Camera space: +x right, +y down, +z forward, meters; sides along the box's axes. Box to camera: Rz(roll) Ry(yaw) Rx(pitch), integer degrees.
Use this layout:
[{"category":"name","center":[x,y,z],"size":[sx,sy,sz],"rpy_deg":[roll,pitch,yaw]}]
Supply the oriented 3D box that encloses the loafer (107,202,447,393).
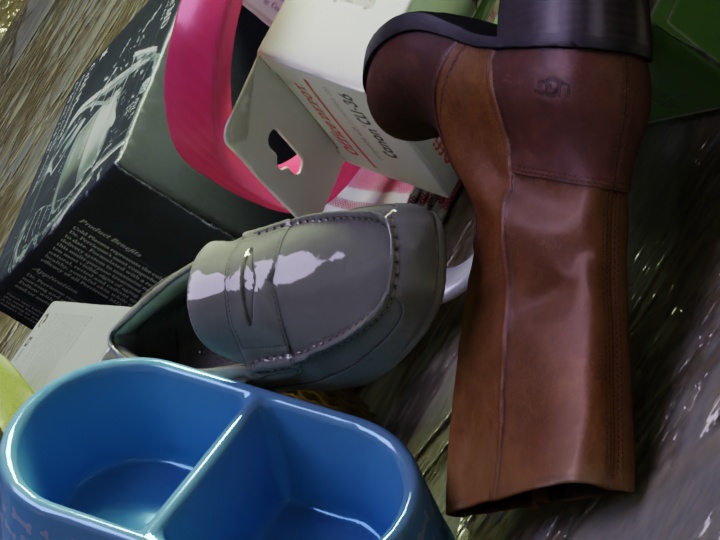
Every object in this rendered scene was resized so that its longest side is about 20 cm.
[{"category":"loafer","center":[-0.036,0.016,0.872],"size":[0.200,0.070,0.070],"rpy_deg":[-28,59,53]}]

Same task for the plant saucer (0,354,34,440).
[{"category":"plant saucer","center":[-0.179,0.120,1.183],"size":[0.031,0.200,0.200],"rpy_deg":[-27,10,-17]}]

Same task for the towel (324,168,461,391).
[{"category":"towel","center":[-0.001,-0.021,1.124],"size":[0.200,0.030,0.146],"rpy_deg":[-63,18,-8]}]

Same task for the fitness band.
[{"category":"fitness band","center":[-0.031,-0.103,1.047],"size":[0.200,0.037,0.144],"rpy_deg":[27,-97,-67]}]

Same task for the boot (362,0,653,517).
[{"category":"boot","center":[0.054,-0.004,0.845],"size":[0.188,0.068,0.201],"rpy_deg":[-9,76,55]}]

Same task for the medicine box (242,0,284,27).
[{"category":"medicine box","center":[0.018,-0.224,1.232],"size":[0.200,0.103,0.182],"rpy_deg":[-50,17,11]}]

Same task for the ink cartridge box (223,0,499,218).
[{"category":"ink cartridge box","center":[0.024,-0.116,1.016],"size":[0.067,0.116,0.200],"rpy_deg":[21,77,30]}]

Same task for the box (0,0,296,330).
[{"category":"box","center":[-0.121,-0.067,1.372],"size":[0.197,0.124,0.200],"rpy_deg":[-36,29,47]}]

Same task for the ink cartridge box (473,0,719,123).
[{"category":"ink cartridge box","center":[0.117,-0.119,0.912],"size":[0.104,0.059,0.200],"rpy_deg":[-64,18,-13]}]

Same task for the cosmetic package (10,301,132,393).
[{"category":"cosmetic package","center":[-0.131,0.074,1.204],"size":[0.074,0.102,0.200],"rpy_deg":[-56,16,-10]}]

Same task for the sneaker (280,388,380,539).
[{"category":"sneaker","center":[-0.040,0.113,0.945],"size":[0.090,0.075,0.200],"rpy_deg":[-46,21,21]}]

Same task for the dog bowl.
[{"category":"dog bowl","center":[-0.058,0.092,0.846],"size":[0.112,0.199,0.050],"rpy_deg":[-51,-36,-39]}]

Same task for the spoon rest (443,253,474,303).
[{"category":"spoon rest","center":[0.000,0.000,0.993],"size":[0.200,0.061,0.099],"rpy_deg":[-29,4,36]}]
